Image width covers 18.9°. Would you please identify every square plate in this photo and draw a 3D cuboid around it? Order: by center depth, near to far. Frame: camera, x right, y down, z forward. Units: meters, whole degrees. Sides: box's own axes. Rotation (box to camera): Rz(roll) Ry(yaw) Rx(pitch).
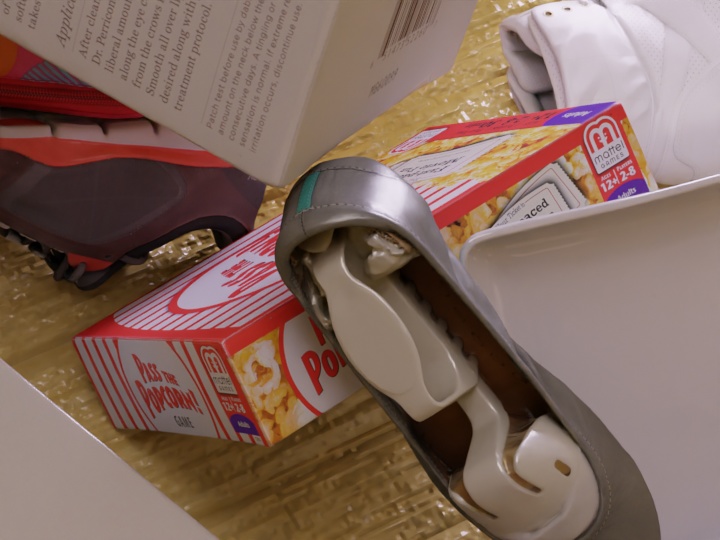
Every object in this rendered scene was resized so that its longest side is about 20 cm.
[{"bbox_3d":[0.134,0.052,0.855,0.199,0.199,0.028,-15,24,-18],"label":"square plate"}]

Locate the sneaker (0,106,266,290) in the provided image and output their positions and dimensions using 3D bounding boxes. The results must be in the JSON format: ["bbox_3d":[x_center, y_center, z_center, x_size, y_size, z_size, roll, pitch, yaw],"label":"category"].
[{"bbox_3d":[-0.130,-0.028,0.909,0.199,0.082,0.077,-1,16,-18],"label":"sneaker"}]

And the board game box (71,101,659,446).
[{"bbox_3d":[0.000,0.000,0.875,0.199,0.151,0.047,-32,104,-26],"label":"board game box"}]

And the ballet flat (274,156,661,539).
[{"bbox_3d":[0.036,0.050,0.767,0.200,0.067,0.064,52,23,-14],"label":"ballet flat"}]

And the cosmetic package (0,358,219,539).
[{"bbox_3d":[-0.147,0.090,0.818,0.200,0.104,0.073,37,60,18],"label":"cosmetic package"}]

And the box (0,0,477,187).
[{"bbox_3d":[-0.063,-0.141,0.786,0.199,0.107,0.152,30,32,15],"label":"box"}]

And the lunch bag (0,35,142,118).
[{"bbox_3d":[-0.153,-0.138,0.940,0.175,0.082,0.200,5,25,-6],"label":"lunch bag"}]

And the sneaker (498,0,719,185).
[{"bbox_3d":[0.122,-0.131,1.025,0.115,0.074,0.201,4,57,-10],"label":"sneaker"}]
